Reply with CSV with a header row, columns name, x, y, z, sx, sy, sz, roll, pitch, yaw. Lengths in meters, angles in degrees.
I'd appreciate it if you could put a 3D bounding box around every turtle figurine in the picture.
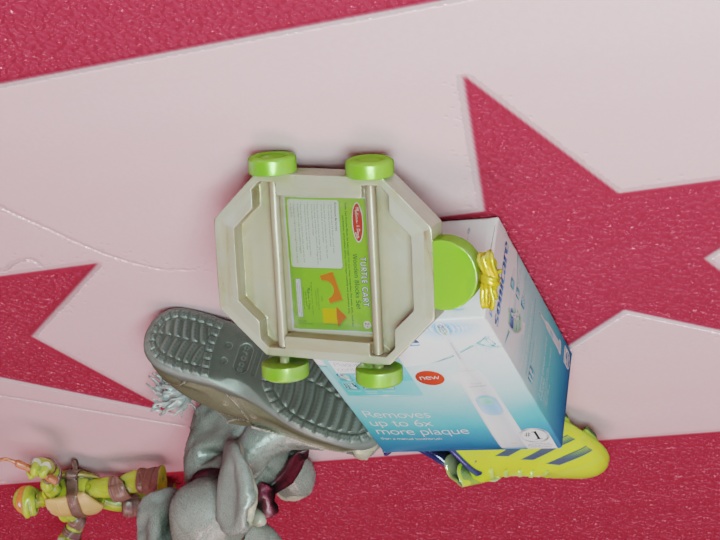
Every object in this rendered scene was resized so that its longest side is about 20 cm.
name,x,y,z,sx,sy,sz,roll,pitch,yaw
turtle figurine,-0.253,0.215,1.792,0.161,0.064,0.200,-3,140,6

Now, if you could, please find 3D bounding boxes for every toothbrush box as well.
name,x,y,z,sx,sy,sz,roll,pitch,yaw
toothbrush box,0.056,0.051,1.397,0.146,0.085,0.200,-3,147,21

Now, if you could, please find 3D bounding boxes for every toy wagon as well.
name,x,y,z,sx,sy,sz,roll,pitch,yaw
toy wagon,0.000,0.000,1.275,0.200,0.040,0.155,3,107,19

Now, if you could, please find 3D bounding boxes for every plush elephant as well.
name,x,y,z,sx,sy,sz,roll,pitch,yaw
plush elephant,-0.099,0.184,1.598,0.200,0.155,0.165,25,147,-27

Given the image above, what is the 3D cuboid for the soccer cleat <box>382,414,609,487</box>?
name,x,y,z,sx,sy,sz,roll,pitch,yaw
soccer cleat,0.104,0.143,1.543,0.200,0.084,0.065,18,149,-16

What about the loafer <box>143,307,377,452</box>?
name,x,y,z,sx,sy,sz,roll,pitch,yaw
loafer,-0.073,0.088,1.511,0.200,0.075,0.070,24,156,4
